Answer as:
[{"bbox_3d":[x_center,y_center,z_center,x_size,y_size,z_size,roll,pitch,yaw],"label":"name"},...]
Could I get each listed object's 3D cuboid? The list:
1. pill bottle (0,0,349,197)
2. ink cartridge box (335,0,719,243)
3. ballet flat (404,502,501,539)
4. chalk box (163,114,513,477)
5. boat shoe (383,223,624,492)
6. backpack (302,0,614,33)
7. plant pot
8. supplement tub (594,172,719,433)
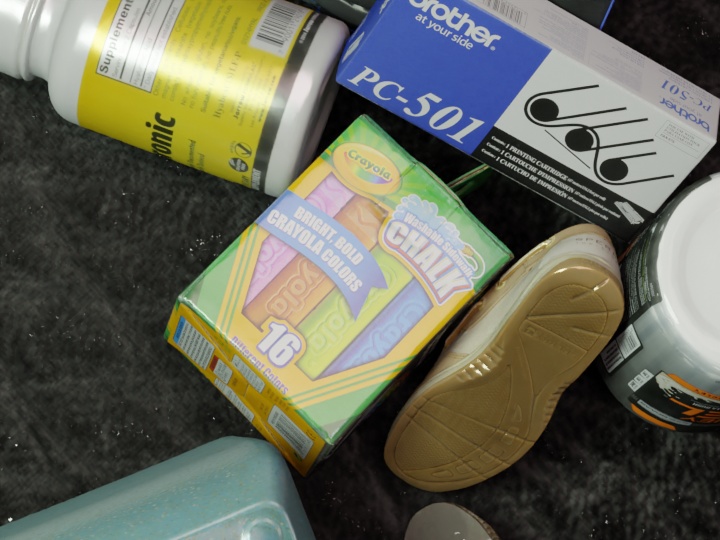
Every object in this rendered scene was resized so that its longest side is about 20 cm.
[{"bbox_3d":[-0.115,-0.125,1.491,0.199,0.111,0.112,21,75,5],"label":"pill bottle"},{"bbox_3d":[0.095,-0.102,1.444,0.199,0.094,0.044,28,40,-11],"label":"ink cartridge box"},{"bbox_3d":[0.091,0.224,1.478,0.067,0.046,0.200,-38,77,17],"label":"ballet flat"},{"bbox_3d":[0.000,0.000,1.474,0.124,0.125,0.200,43,74,3],"label":"chalk box"},{"bbox_3d":[0.086,0.050,1.464,0.074,0.200,0.069,34,35,-13],"label":"boat shoe"},{"bbox_3d":[0.061,-0.202,1.512,0.199,0.163,0.168,24,37,3],"label":"backpack"},{"bbox_3d":[-0.096,0.201,1.356,0.195,0.200,0.197,-21,86,-17],"label":"plant pot"},{"bbox_3d":[0.201,0.024,1.455,0.122,0.200,0.123,1,76,-6],"label":"supplement tub"}]
